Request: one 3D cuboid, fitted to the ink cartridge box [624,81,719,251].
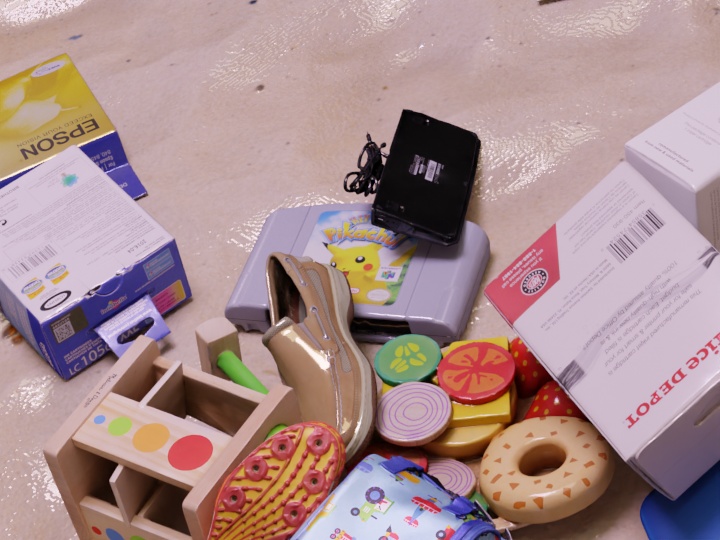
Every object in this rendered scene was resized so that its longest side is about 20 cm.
[{"bbox_3d":[0.311,-0.077,1.622,0.200,0.145,0.083,-33,45,-20],"label":"ink cartridge box"}]

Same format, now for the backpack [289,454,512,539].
[{"bbox_3d":[0.047,0.242,1.355,0.200,0.135,0.183,34,67,30],"label":"backpack"}]

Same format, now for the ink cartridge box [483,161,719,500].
[{"bbox_3d":[0.205,0.042,1.476,0.147,0.083,0.200,-42,48,5],"label":"ink cartridge box"}]

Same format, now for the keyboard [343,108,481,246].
[{"bbox_3d":[0.041,-0.075,1.744,0.104,0.040,0.200,21,30,-2],"label":"keyboard"}]

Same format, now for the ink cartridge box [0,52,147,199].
[{"bbox_3d":[-0.321,-0.099,1.886,0.197,0.047,0.200,-25,42,-12],"label":"ink cartridge box"}]

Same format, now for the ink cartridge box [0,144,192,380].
[{"bbox_3d":[-0.236,-0.001,1.732,0.136,0.076,0.200,-34,47,-18],"label":"ink cartridge box"}]

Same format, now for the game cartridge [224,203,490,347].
[{"bbox_3d":[0.000,0.000,1.703,0.199,0.041,0.133,4,42,18],"label":"game cartridge"}]

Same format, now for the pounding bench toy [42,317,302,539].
[{"bbox_3d":[-0.101,0.126,1.527,0.156,0.124,0.200,16,50,29],"label":"pounding bench toy"}]

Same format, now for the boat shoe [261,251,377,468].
[{"bbox_3d":[-0.043,0.064,1.568,0.072,0.076,0.200,-45,36,23],"label":"boat shoe"}]

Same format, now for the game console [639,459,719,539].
[{"bbox_3d":[0.314,0.200,1.420,0.170,0.119,0.200,8,38,-22],"label":"game console"}]

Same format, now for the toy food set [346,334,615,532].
[{"bbox_3d":[0.088,0.119,1.542,0.197,0.049,0.200,-7,43,8],"label":"toy food set"}]

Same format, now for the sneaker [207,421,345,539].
[{"bbox_3d":[-0.069,0.190,1.416,0.073,0.077,0.200,32,99,17],"label":"sneaker"}]
